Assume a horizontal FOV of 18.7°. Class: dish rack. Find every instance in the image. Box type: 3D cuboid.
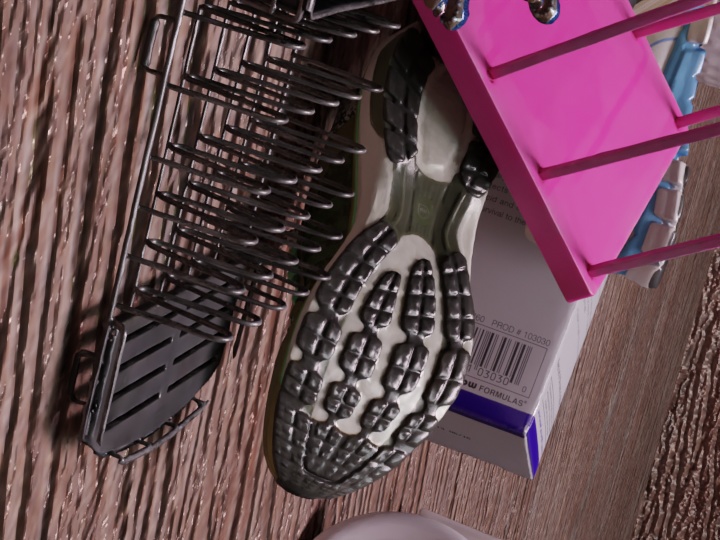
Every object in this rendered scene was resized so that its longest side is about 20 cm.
[{"bbox_3d":[-0.036,-0.031,0.741,0.153,0.054,0.202,-29,137,-70],"label":"dish rack"}]

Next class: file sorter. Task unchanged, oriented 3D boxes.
[{"bbox_3d":[0.113,-0.119,0.859,0.201,0.125,0.139,61,36,-20],"label":"file sorter"}]

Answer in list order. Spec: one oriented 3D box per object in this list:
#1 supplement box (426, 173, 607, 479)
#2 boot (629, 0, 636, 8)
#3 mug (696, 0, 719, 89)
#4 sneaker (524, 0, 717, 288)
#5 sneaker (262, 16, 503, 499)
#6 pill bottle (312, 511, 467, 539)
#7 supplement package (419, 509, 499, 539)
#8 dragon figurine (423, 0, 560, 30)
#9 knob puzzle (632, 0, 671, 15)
[{"bbox_3d":[0.077,-0.009,1.139,0.103,0.100,0.201,71,40,-71],"label":"supplement box"},{"bbox_3d":[0.072,-0.157,0.978,0.164,0.066,0.201,32,99,-35],"label":"boot"},{"bbox_3d":[0.201,-0.188,1.238,0.200,0.174,0.149,45,64,-75],"label":"mug"},{"bbox_3d":[0.125,-0.097,1.072,0.075,0.086,0.202,94,8,-74],"label":"sneaker"},{"bbox_3d":[0.000,0.000,0.871,0.088,0.077,0.201,-19,-133,56],"label":"sneaker"},{"bbox_3d":[0.012,0.231,1.177,0.201,0.115,0.116,95,19,-48],"label":"pill bottle"},{"bbox_3d":[0.087,0.295,1.375,0.147,0.190,0.201,86,25,-61],"label":"supplement package"},{"bbox_3d":[0.019,-0.173,0.686,0.099,0.058,0.202,19,59,-69],"label":"dragon figurine"},{"bbox_3d":[0.150,-0.202,1.075,0.030,0.219,0.221,42,59,-31],"label":"knob puzzle"}]
